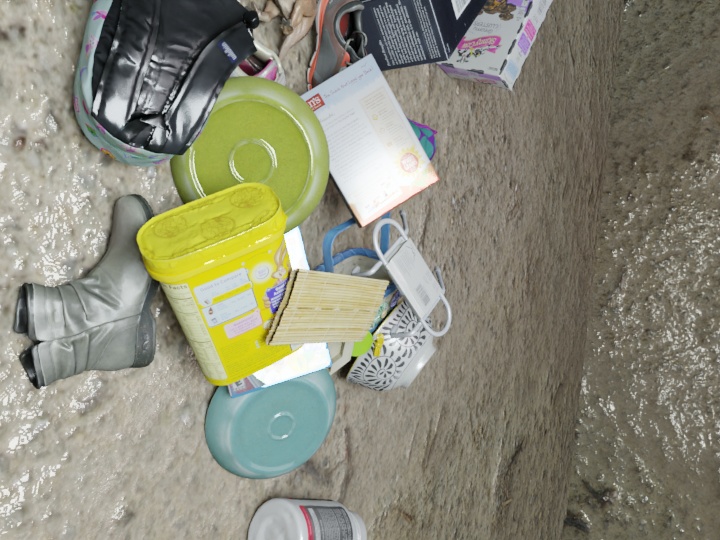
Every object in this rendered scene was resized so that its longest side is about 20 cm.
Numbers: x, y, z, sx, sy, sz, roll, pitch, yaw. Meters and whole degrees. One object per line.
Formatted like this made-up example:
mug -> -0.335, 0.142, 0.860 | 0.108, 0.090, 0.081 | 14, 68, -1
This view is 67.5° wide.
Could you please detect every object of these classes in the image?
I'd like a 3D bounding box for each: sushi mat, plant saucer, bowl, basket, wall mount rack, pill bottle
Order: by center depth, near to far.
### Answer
plant saucer -> -0.134, -0.133, 0.663 | 0.197, 0.031, 0.203 | -3, 105, -11
sushi mat -> -0.033, 0.048, 0.667 | 0.199, 0.012, 0.097 | 9, 107, -57
plant saucer -> -0.117, 0.214, 0.764 | 0.197, 0.036, 0.203 | -8, 108, -27
wall mount rack -> 0.074, -0.002, 0.819 | 0.174, 0.074, 0.201 | -48, 114, -35
pill bottle -> -0.075, 0.424, 0.857 | 0.199, 0.110, 0.112 | 33, 69, -50
basket -> 0.000, 0.000, 0.878 | 0.176, 0.138, 0.203 | -38, 132, -45
bowl -> 0.070, 0.144, 0.946 | 0.201, 0.094, 0.201 | -49, 167, -15

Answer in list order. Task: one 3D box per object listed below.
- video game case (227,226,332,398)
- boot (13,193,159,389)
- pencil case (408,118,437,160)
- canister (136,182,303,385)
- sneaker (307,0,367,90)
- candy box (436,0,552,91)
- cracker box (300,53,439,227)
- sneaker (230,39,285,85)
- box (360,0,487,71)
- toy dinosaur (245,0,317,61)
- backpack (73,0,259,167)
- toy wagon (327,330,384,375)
video game case -> -0.127, 0.049, 0.715 | 0.141, 0.018, 0.203 | -14, 93, -17
boot -> -0.283, 0.017, 0.563 | 0.130, 0.067, 0.204 | -1, 94, -48
pencil case -> 0.060, -0.256, 0.970 | 0.199, 0.085, 0.093 | 22, 105, -53
canister -> -0.142, 0.023, 0.606 | 0.147, 0.087, 0.202 | -24, 134, -18
sneaker -> -0.029, -0.309, 0.812 | 0.076, 0.082, 0.202 | -24, 133, -31
candy box -> 0.274, -0.496, 1.118 | 0.071, 0.167, 0.202 | 15, 101, -52
cracker box -> 0.006, -0.182, 0.775 | 0.133, 0.058, 0.202 | -30, 97, -3
sneaker -> -0.137, -0.234, 0.703 | 0.200, 0.087, 0.082 | 52, 54, -43
box -> 0.077, -0.430, 0.874 | 0.201, 0.196, 0.124 | -58, 137, -30
toy dinosaur -> -0.094, -0.397, 0.750 | 0.136, 0.085, 0.203 | -45, 134, -49
backpack -> -0.213, -0.210, 0.566 | 0.165, 0.126, 0.203 | 20, 79, -30
toy wagon -> -0.062, 0.102, 0.799 | 0.197, 0.040, 0.157 | 4, 113, -20
